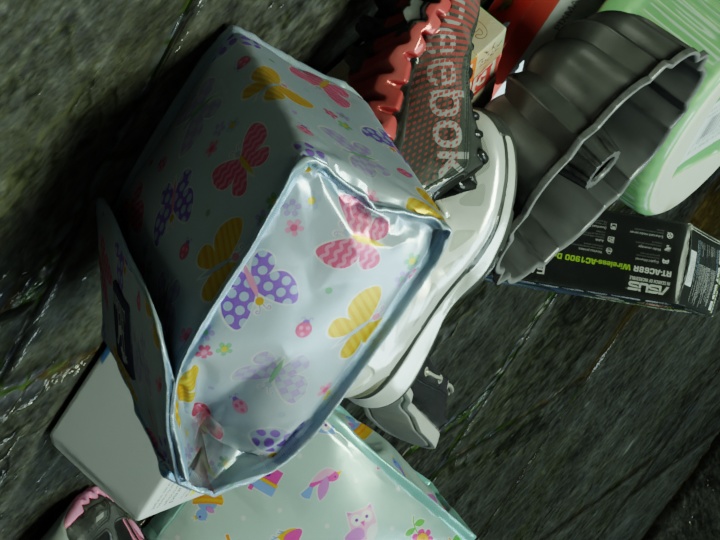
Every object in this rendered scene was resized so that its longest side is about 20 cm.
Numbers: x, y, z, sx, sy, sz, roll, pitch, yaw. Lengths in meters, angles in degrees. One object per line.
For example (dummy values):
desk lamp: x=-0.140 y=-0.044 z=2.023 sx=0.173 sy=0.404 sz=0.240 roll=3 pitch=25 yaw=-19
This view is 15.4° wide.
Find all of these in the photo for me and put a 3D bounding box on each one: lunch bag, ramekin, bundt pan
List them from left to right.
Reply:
lunch bag: x=-0.067 y=0.000 z=1.410 sx=0.127 sy=0.170 sz=0.201 roll=23 pitch=110 yaw=-29
lunch bag: x=-0.046 y=0.184 z=1.978 sx=0.171 sy=0.200 sz=0.122 roll=-48 pitch=-152 yaw=3
bundt pan: x=0.131 y=-0.089 z=1.718 sx=0.202 sy=0.076 sz=0.202 roll=-43 pitch=166 yaw=-13
ramekin: x=0.222 y=-0.135 z=1.878 sx=0.200 sy=0.098 sz=0.200 roll=-45 pitch=163 yaw=-18

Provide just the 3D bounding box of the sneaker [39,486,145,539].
sneaker: x=-0.164 y=0.210 z=1.808 sx=0.079 sy=0.095 sz=0.200 roll=-47 pitch=163 yaw=-1

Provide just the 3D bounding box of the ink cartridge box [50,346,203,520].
ink cartridge box: x=-0.086 y=0.063 z=1.695 sx=0.145 sy=0.085 sz=0.200 roll=-56 pitch=164 yaw=21

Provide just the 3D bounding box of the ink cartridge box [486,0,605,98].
ink cartridge box: x=0.118 y=-0.138 z=1.855 sx=0.163 sy=0.057 sz=0.200 roll=-56 pitch=168 yaw=23

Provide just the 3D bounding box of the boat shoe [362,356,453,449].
boat shoe: x=0.027 y=0.080 z=2.068 sx=0.061 sy=0.073 sz=0.200 roll=-68 pitch=153 yaw=-15

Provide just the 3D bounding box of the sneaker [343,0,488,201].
sneaker: x=0.035 y=-0.096 z=1.554 sx=0.071 sy=0.098 sz=0.201 roll=-14 pitch=-131 yaw=59

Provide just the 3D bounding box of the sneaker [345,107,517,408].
sneaker: x=0.020 y=-0.012 z=1.607 sx=0.115 sy=0.075 sz=0.201 roll=16 pitch=101 yaw=-58

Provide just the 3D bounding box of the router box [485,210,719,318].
router box: x=0.162 y=-0.013 z=1.982 sx=0.150 sy=0.199 sz=0.063 roll=13 pitch=87 yaw=-72

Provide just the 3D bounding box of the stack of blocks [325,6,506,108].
stack of blocks: x=-0.002 y=-0.078 z=1.643 sx=0.200 sy=0.059 sz=0.115 roll=-43 pitch=163 yaw=-23
